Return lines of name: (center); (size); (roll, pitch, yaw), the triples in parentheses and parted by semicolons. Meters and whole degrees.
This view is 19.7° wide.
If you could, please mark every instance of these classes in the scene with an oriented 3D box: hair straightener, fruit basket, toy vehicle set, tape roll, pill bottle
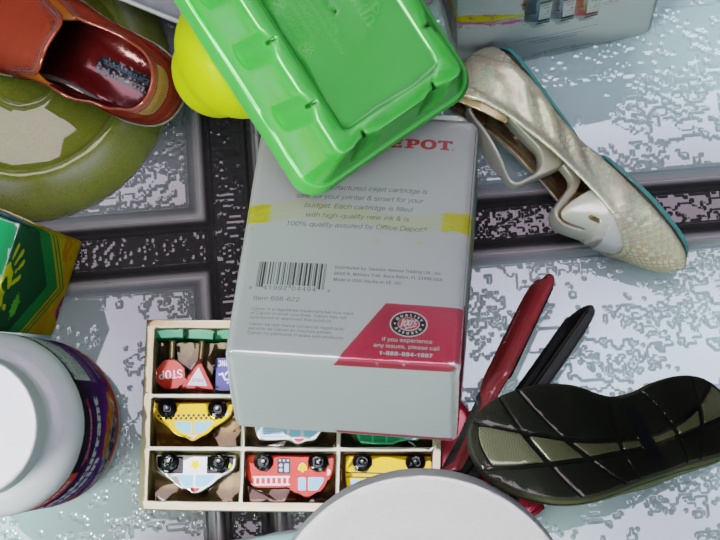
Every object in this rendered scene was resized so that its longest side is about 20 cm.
hair straightener: (0.106, 0.103, 1.343); (0.077, 0.041, 0.201); (34, 64, -12)
fruit basket: (-0.044, -0.156, 1.298); (0.155, 0.216, 0.216); (-34, 79, -7)
toy vehicle set: (-0.044, 0.096, 1.360); (0.198, 0.027, 0.125); (0, 81, 5)
tape roll: (0.039, 0.224, 1.277); (0.201, 0.037, 0.205); (0, 92, 1)
pill bottle: (-0.219, 0.096, 1.288); (0.110, 0.200, 0.112); (0, 86, 4)

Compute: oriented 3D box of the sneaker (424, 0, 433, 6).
sneaker: (-0.032, -0.220, 1.367); (0.113, 0.076, 0.200); (-16, 40, -20)

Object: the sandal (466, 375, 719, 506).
sandal: (0.156, 0.115, 1.326); (0.200, 0.057, 0.080); (-3, 62, -30)

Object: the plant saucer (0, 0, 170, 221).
plant saucer: (-0.230, -0.135, 1.429); (0.198, 0.031, 0.202); (-1, 78, 3)

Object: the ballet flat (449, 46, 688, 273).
ballet flat: (0.131, -0.060, 1.374); (0.062, 0.067, 0.200); (-41, 84, -20)

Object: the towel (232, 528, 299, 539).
towel: (-0.066, 0.257, 1.334); (0.198, 0.048, 0.173); (-10, 81, 0)

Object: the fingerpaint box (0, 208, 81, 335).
fingerpaint box: (-0.298, -0.025, 1.336); (0.199, 0.167, 0.074); (19, 89, 7)

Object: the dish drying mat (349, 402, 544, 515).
dish drying mat: (0.031, 0.103, 1.376); (0.077, 0.018, 0.200); (-39, 80, -4)

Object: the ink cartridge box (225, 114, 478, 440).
ink cartridge box: (0.000, 0.000, 1.323); (0.144, 0.084, 0.201); (3, 52, 6)

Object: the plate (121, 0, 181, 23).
plate: (-0.182, -0.268, 1.411); (0.199, 0.032, 0.201); (18, 58, -14)

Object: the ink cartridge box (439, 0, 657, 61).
ink cartridge box: (0.115, -0.238, 1.350); (0.143, 0.200, 0.147); (-11, 77, 0)

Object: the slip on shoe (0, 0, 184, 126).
slip on shoe: (-0.210, -0.154, 1.382); (0.199, 0.061, 0.075); (25, 94, 7)
